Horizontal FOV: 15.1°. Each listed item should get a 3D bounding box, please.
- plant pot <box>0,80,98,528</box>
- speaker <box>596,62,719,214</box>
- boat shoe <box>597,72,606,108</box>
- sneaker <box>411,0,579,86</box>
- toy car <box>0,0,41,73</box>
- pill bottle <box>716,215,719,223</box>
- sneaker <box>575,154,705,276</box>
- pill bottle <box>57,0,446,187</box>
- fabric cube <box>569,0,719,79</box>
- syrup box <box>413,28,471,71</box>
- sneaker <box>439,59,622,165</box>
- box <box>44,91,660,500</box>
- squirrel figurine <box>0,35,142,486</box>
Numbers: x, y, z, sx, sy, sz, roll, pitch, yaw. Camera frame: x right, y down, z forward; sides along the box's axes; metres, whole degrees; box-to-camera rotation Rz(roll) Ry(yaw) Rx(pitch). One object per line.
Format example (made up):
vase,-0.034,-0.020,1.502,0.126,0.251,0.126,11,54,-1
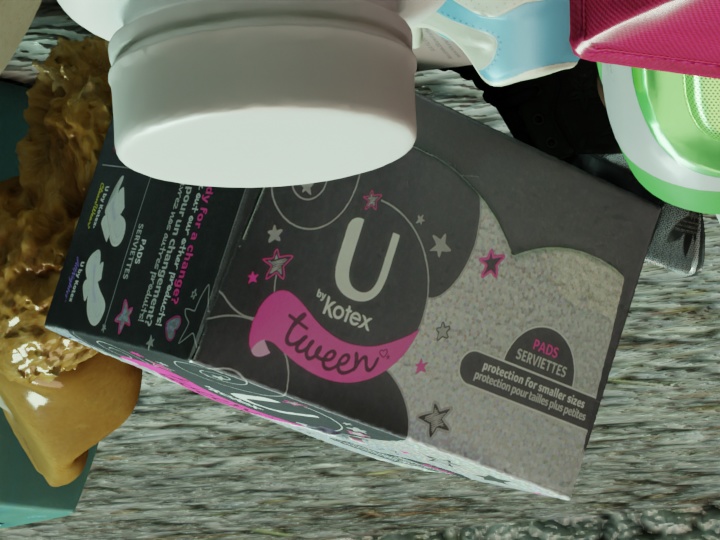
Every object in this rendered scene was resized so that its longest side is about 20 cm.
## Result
plant pot,-0.201,0.023,1.326,0.141,0.201,0.141,-15,163,39
speaker,0.115,-0.115,0.872,0.088,0.089,0.201,-4,134,6
boat shoe,0.181,-0.059,0.989,0.199,0.073,0.072,8,163,30
sneaker,0.021,-0.119,0.891,0.076,0.081,0.200,-11,-158,-12
toy car,-0.190,-0.135,0.816,0.199,0.185,0.177,25,167,4
pill bottle,0.255,-0.051,1.167,0.199,0.112,0.111,-28,165,3
sneaker,0.159,-0.059,1.247,0.199,0.115,0.075,-14,163,40
pill bottle,-0.029,-0.128,0.707,0.108,0.201,0.109,-3,168,-1
fabric cube,0.176,-0.159,0.633,0.195,0.202,0.199,3,168,-27
syrup box,0.081,-0.129,0.998,0.199,0.082,0.079,-6,168,13
sneaker,0.069,-0.083,1.121,0.198,0.105,0.060,-5,-169,-1
box,0.000,0.000,1.072,0.199,0.133,0.114,22,172,-35
squirrel figurine,-0.098,-0.026,1.165,0.186,0.142,0.200,-39,177,-14
